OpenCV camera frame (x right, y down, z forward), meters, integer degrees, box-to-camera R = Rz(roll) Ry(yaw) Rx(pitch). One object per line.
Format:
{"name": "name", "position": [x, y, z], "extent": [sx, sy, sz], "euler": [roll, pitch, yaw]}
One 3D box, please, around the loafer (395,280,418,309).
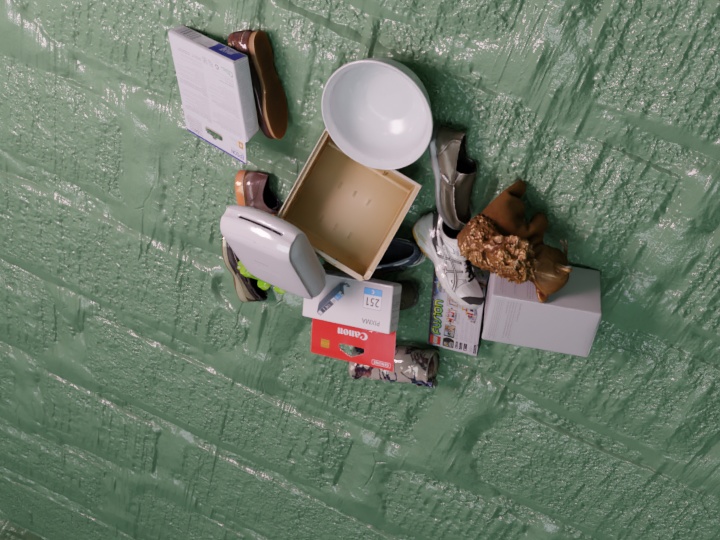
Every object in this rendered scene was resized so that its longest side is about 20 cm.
{"name": "loafer", "position": [0.019, 0.062, 1.771], "extent": [0.198, 0.069, 0.076], "euler": [-19, 83, 28]}

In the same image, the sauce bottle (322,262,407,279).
{"name": "sauce bottle", "position": [0.000, 0.000, 1.755], "extent": [0.197, 0.065, 0.065], "euler": [-13, 121, 31]}

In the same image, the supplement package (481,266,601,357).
{"name": "supplement package", "position": [0.331, 0.064, 1.601], "extent": [0.196, 0.118, 0.119], "euler": [10, 132, 5]}

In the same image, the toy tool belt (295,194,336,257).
{"name": "toy tool belt", "position": [-0.115, -0.076, 1.720], "extent": [0.123, 0.125, 0.200], "euler": [48, 155, -2]}

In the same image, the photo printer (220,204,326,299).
{"name": "photo printer", "position": [-0.157, -0.037, 1.569], "extent": [0.164, 0.070, 0.201], "euler": [22, 160, 22]}

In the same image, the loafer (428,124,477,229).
{"name": "loafer", "position": [0.170, -0.160, 1.539], "extent": [0.069, 0.076, 0.202], "euler": [3, 128, 28]}

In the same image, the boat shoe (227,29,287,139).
{"name": "boat shoe", "position": [-0.184, -0.332, 1.568], "extent": [0.069, 0.071, 0.203], "euler": [4, 122, 27]}

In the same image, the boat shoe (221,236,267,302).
{"name": "boat shoe", "position": [-0.242, -0.013, 1.860], "extent": [0.064, 0.074, 0.202], "euler": [3, 138, 16]}

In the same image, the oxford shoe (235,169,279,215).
{"name": "oxford shoe", "position": [-0.197, -0.106, 1.758], "extent": [0.072, 0.072, 0.202], "euler": [2, 128, 16]}

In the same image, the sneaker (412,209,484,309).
{"name": "sneaker", "position": [0.180, -0.023, 1.624], "extent": [0.087, 0.076, 0.201], "euler": [-33, 92, 31]}

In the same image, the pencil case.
{"name": "pencil case", "position": [0.071, 0.206, 1.883], "extent": [0.197, 0.078, 0.091], "euler": [3, 109, 22]}

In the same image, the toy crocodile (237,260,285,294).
{"name": "toy crocodile", "position": [-0.184, 0.001, 1.740], "extent": [0.067, 0.062, 0.199], "euler": [38, 165, -30]}

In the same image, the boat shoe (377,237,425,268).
{"name": "boat shoe", "position": [0.024, -0.034, 1.678], "extent": [0.197, 0.062, 0.076], "euler": [4, 86, 22]}

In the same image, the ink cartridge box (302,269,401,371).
{"name": "ink cartridge box", "position": [-0.021, 0.099, 1.723], "extent": [0.197, 0.045, 0.180], "euler": [10, 102, 27]}

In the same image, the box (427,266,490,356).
{"name": "box", "position": [0.195, 0.077, 1.750], "extent": [0.108, 0.035, 0.202], "euler": [14, 131, 14]}

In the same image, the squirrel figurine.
{"name": "squirrel figurine", "position": [0.269, -0.027, 1.503], "extent": [0.187, 0.199, 0.142], "euler": [48, 127, 10]}

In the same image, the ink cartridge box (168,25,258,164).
{"name": "ink cartridge box", "position": [-0.262, -0.318, 1.580], "extent": [0.198, 0.040, 0.202], "euler": [32, 140, 35]}

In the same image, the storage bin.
{"name": "storage bin", "position": [-0.027, -0.114, 1.584], "extent": [0.198, 0.201, 0.094], "euler": [30, 178, -3]}

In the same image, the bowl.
{"name": "bowl", "position": [0.040, -0.282, 1.488], "extent": [0.198, 0.091, 0.203], "euler": [13, 132, 15]}
